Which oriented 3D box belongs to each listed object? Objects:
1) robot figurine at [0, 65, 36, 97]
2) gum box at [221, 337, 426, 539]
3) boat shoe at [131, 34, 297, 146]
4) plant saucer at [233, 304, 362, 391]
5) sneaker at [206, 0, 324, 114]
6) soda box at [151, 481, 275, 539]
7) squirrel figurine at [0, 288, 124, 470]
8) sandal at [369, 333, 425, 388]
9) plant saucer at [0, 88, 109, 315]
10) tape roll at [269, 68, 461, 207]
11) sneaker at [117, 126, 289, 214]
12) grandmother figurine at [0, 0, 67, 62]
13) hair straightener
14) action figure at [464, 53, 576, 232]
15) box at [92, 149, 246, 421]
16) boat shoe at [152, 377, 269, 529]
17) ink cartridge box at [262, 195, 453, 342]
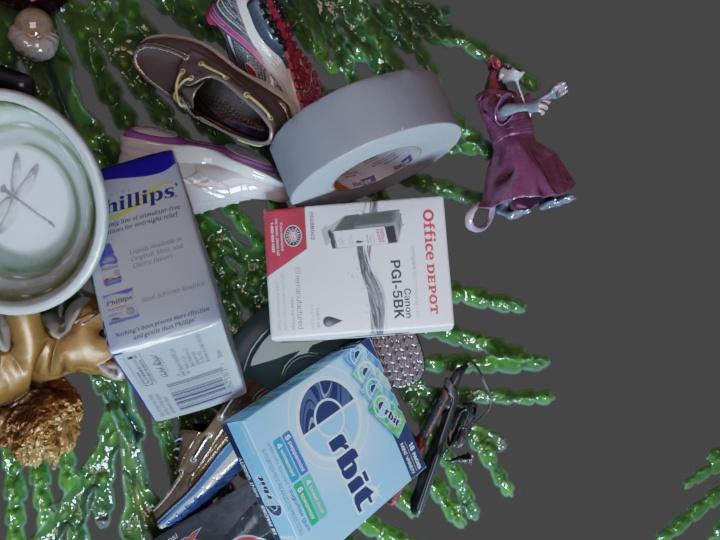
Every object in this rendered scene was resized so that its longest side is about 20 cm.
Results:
[{"bbox_3d":[-0.371,-0.103,0.866,0.150,0.125,0.201,-3,119,-22],"label":"robot figurine"},{"bbox_3d":[-0.033,0.192,0.938,0.200,0.044,0.170,-29,98,-43],"label":"gum box"},{"bbox_3d":[-0.166,-0.196,0.937,0.200,0.060,0.072,29,121,4],"label":"boat shoe"},{"bbox_3d":[-0.062,0.130,1.013,0.199,0.027,0.201,0,92,-14],"label":"plant saucer"},{"bbox_3d":[-0.100,-0.227,0.979,0.074,0.081,0.201,-17,109,24],"label":"sneaker"},{"bbox_3d":[-0.139,0.295,0.965,0.200,0.063,0.071,-30,55,-10],"label":"soda box"},{"bbox_3d":[-0.342,0.102,0.910,0.186,0.141,0.201,1,105,-24],"label":"squirrel figurine"},{"bbox_3d":[0.027,0.039,1.019,0.075,0.048,0.201,-10,92,0],"label":"sandal"},{"bbox_3d":[-0.311,-0.062,0.776,0.199,0.050,0.201,2,102,12],"label":"plant saucer"},{"bbox_3d":[0.006,-0.138,0.930,0.200,0.200,0.066,-21,80,-12],"label":"tape roll"},{"bbox_3d":[-0.175,-0.097,0.970,0.199,0.075,0.100,12,107,-13],"label":"sneaker"},{"bbox_3d":[-0.355,-0.323,0.920,0.121,0.061,0.201,-5,90,-4],"label":"grandmother figurine"},{"bbox_3d":[0.105,0.207,1.053,0.077,0.041,0.201,28,80,-13],"label":"hair straightener"},{"bbox_3d":[0.183,-0.163,1.047,0.149,0.134,0.201,-24,82,30],"label":"action figure"},{"bbox_3d":[-0.198,0.019,0.862,0.105,0.184,0.201,-16,62,-9],"label":"box"},{"bbox_3d":[-0.169,0.204,0.970,0.200,0.072,0.072,-46,75,4],"label":"boat shoe"},{"bbox_3d":[0.000,0.000,0.952,0.199,0.083,0.147,-5,83,3],"label":"ink cartridge box"}]
